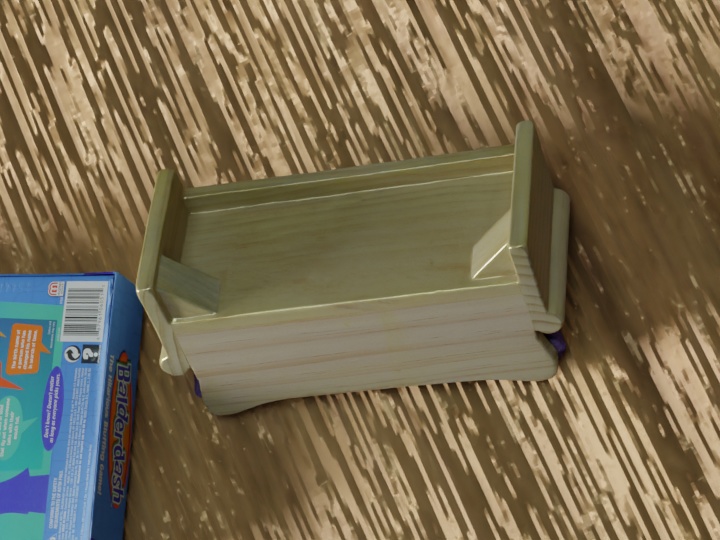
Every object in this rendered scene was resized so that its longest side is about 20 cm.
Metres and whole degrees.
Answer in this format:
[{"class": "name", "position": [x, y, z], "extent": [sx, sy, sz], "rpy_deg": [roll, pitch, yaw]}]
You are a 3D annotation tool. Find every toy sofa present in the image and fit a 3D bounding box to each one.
[{"class": "toy sofa", "position": [0.000, 0.000, 1.256], "extent": [0.199, 0.098, 0.083], "rpy_deg": [-7, 48, 15]}]

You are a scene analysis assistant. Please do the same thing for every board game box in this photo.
[{"class": "board game box", "position": [-0.212, 0.079, 1.308], "extent": [0.199, 0.045, 0.153], "rpy_deg": [0, 75, 17]}]
